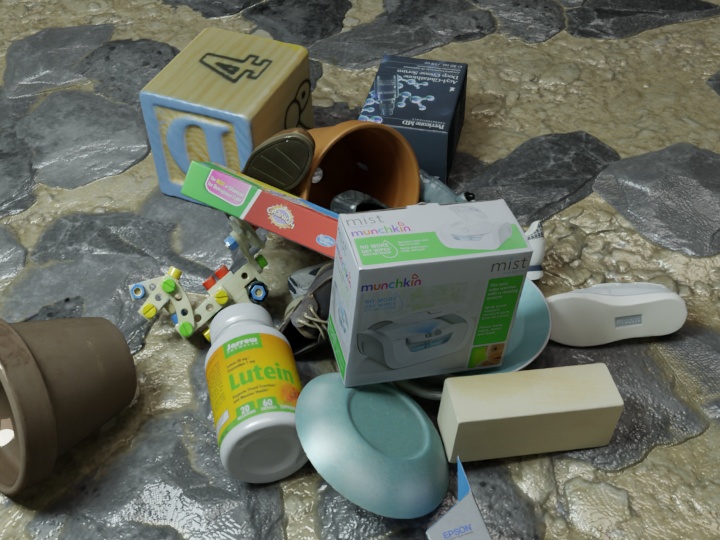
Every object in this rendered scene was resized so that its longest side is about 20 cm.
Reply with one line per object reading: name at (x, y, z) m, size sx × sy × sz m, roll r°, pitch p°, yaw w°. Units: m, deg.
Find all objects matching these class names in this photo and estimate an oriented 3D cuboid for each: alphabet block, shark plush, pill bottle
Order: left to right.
alphabet block at (-0.198, -0.231, 1.384) m, size 0.192 × 0.198 × 0.201 m, roll 17°, pitch 46°, yaw 17°
pill bottle at (-0.126, 0.138, 1.059) m, size 0.108 × 0.113 × 0.202 m, roll -12°, pitch 45°, yaw -9°
shark plush at (0.144, -0.079, 1.282) m, size 0.090 × 0.085 × 0.199 m, roll -32°, pitch 51°, yaw -31°

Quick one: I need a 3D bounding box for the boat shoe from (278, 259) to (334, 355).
boat shoe at (-0.046, 0.056, 1.099) m, size 0.074 × 0.200 × 0.074 m, roll 32°, pitch 54°, yaw -8°

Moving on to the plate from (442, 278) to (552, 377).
plate at (0.139, 0.063, 1.109) m, size 0.195 × 0.026 × 0.203 m, roll -2°, pitch 45°, yaw 2°

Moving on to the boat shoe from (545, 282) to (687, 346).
boat shoe at (0.320, 0.047, 1.161) m, size 0.195 × 0.074 × 0.069 m, roll -9°, pitch 22°, yaw 4°

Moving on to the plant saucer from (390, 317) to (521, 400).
plant saucer at (0.106, 0.095, 1.133) m, size 0.195 × 0.051 × 0.203 m, roll -2°, pitch 44°, yaw 2°

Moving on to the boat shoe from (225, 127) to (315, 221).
boat shoe at (-0.120, -0.138, 1.185) m, size 0.072 × 0.199 × 0.069 m, roll 37°, pitch 47°, yaw -17°

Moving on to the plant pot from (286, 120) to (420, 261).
plant pot at (-0.031, -0.123, 1.276) m, size 0.198 × 0.204 × 0.139 m, roll -28°, pitch 33°, yaw -24°

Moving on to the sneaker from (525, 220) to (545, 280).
sneaker at (0.155, -0.030, 1.219) m, size 0.195 × 0.083 × 0.076 m, roll 1°, pitch 6°, yaw -6°

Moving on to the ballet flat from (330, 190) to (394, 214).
ballet flat at (0.041, -0.055, 1.226) m, size 0.197 × 0.068 × 0.057 m, roll 18°, pitch 7°, yaw -38°

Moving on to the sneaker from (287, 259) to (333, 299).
sneaker at (0.000, 0.000, 1.185) m, size 0.197 × 0.081 × 0.129 m, roll -14°, pitch 19°, yaw 50°

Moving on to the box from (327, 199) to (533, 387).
box at (0.071, 0.023, 0.991) m, size 0.195 × 0.179 × 0.098 m, roll -5°, pitch 43°, yaw -15°

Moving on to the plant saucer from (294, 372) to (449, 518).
plant saucer at (0.023, 0.179, 0.993) m, size 0.197 × 0.039 × 0.203 m, roll 23°, pitch 33°, yaw -15°

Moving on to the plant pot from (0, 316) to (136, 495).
plant pot at (-0.363, 0.132, 1.043) m, size 0.199 × 0.204 × 0.173 m, roll 34°, pitch 38°, yaw 32°

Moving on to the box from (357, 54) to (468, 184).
box at (0.086, -0.245, 1.440) m, size 0.145 × 0.109 × 0.202 m, roll 8°, pitch 46°, yaw 11°

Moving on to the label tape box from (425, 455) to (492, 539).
label tape box at (0.102, 0.307, 0.849) m, size 0.062 × 0.146 × 0.202 m, roll -14°, pitch 44°, yaw -9°

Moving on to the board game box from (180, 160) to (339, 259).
board game box at (-0.107, -0.076, 1.088) m, size 0.196 × 0.041 × 0.153 m, roll 23°, pitch 6°, yaw -1°

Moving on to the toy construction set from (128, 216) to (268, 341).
toy construction set at (-0.195, 0.013, 1.168) m, size 0.199 × 0.132 × 0.092 m, roll -39°, pitch 7°, yaw 6°

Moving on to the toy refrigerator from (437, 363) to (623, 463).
toy refrigerator at (0.192, 0.161, 1.027) m, size 0.195 × 0.077 × 0.071 m, roll -4°, pitch 43°, yaw -9°
